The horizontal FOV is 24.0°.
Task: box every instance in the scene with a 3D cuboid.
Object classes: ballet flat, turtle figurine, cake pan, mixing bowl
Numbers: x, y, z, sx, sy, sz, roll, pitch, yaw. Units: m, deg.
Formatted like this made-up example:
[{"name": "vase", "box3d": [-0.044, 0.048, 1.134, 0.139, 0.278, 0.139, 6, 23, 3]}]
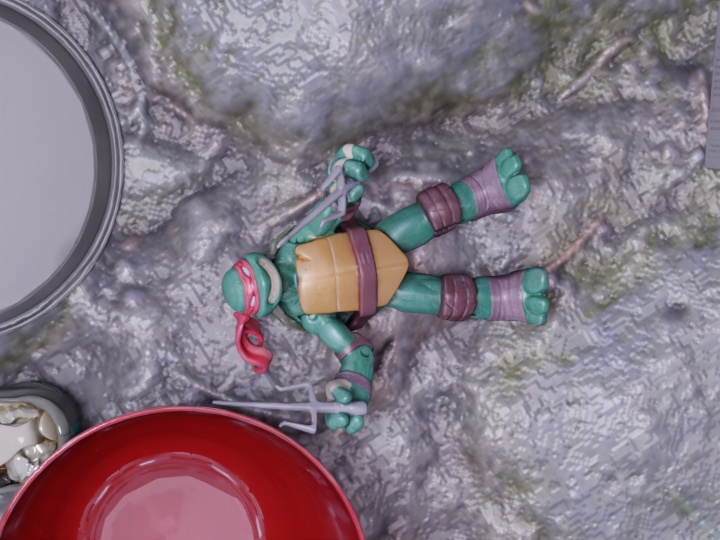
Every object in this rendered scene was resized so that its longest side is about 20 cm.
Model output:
[{"name": "ballet flat", "box3d": [-0.251, 0.101, 0.909, 0.199, 0.064, 0.068, -12, 97, -7]}, {"name": "turtle figurine", "box3d": [0.000, 0.000, 0.920, 0.199, 0.101, 0.150, -12, 108, -21]}, {"name": "cake pan", "box3d": [-0.228, -0.057, 0.911, 0.199, 0.037, 0.201, -1, 95, -9]}, {"name": "mixing bowl", "box3d": [-0.099, 0.161, 0.914, 0.199, 0.108, 0.201, -1, 97, -8]}]

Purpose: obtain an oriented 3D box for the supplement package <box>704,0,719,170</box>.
[{"name": "supplement package", "box3d": [0.273, -0.149, 0.934, 0.119, 0.121, 0.201, 3, 96, -8]}]
